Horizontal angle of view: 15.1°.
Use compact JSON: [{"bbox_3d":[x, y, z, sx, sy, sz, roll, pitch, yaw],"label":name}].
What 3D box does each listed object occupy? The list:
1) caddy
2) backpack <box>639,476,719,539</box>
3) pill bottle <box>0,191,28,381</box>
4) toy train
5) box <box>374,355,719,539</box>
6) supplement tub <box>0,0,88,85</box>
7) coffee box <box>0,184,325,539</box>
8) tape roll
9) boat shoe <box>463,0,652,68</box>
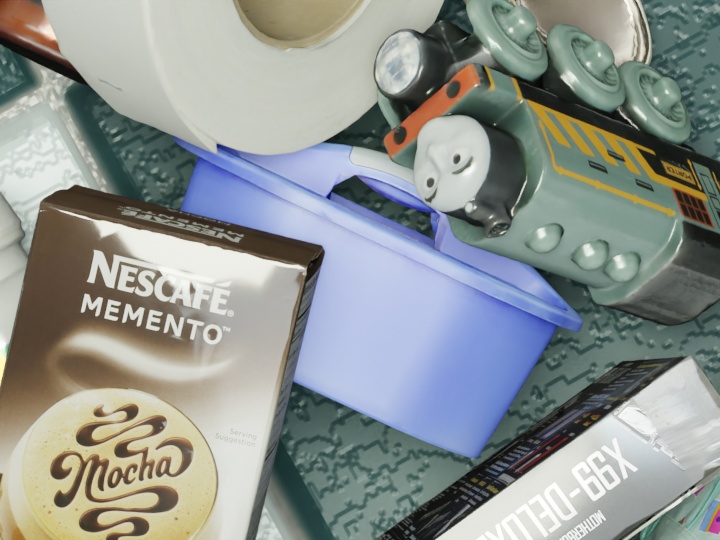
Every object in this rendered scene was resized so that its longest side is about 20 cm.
[{"bbox_3d":[0.000,0.000,1.205,0.200,0.141,0.105,25,92,-5],"label":"caddy"},{"bbox_3d":[0.216,0.110,1.223,0.167,0.127,0.200,34,92,-32],"label":"backpack"},{"bbox_3d":[-0.143,0.065,1.209,0.113,0.113,0.200,-33,92,-3],"label":"pill bottle"},{"bbox_3d":[0.090,-0.046,1.190,0.085,0.200,0.114,-40,52,28],"label":"toy train"},{"bbox_3d":[0.079,0.101,1.182,0.158,0.200,0.050,-35,89,-4],"label":"box"},{"bbox_3d":[-0.097,-0.182,1.213,0.107,0.107,0.200,25,90,-4],"label":"supplement tub"},{"bbox_3d":[-0.093,0.075,1.108,0.113,0.080,0.200,13,98,3],"label":"coffee box"},{"bbox_3d":[-0.043,-0.152,1.148,0.071,0.202,0.203,24,89,36],"label":"tape roll"},{"bbox_3d":[0.067,-0.165,1.247,0.072,0.060,0.200,-36,93,-3],"label":"boat shoe"}]
